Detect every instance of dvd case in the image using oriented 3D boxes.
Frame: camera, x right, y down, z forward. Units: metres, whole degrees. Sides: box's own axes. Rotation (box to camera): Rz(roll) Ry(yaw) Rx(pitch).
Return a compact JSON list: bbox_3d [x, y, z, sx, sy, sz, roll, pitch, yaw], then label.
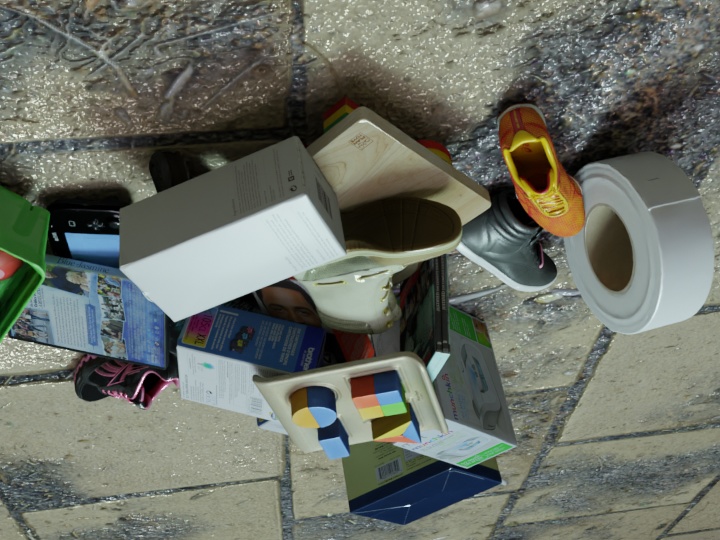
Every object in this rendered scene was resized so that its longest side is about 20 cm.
[{"bbox_3d":[0.075,0.047,1.224,0.022,0.201,0.146,9,145,-10],"label":"dvd case"},{"bbox_3d":[-0.321,0.046,1.187,0.199,0.018,0.143,11,133,2],"label":"dvd case"}]

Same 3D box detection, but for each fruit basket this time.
[{"bbox_3d":[-0.426,0.024,1.034,0.155,0.216,0.216,29,135,-19],"label":"fruit basket"}]

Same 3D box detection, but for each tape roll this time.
[{"bbox_3d":[0.312,-0.032,1.158,0.070,0.203,0.203,-12,150,-17],"label":"tape roll"}]

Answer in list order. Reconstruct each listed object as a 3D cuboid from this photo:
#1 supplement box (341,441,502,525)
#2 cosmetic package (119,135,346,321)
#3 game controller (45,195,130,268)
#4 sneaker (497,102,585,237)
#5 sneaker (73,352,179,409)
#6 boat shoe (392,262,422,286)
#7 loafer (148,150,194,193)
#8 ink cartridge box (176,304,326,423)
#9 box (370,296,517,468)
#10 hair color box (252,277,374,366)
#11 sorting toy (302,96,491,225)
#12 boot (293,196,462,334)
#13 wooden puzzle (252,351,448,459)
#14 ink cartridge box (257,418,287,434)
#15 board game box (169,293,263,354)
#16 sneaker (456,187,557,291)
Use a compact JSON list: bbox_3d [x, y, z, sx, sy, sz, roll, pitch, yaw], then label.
[{"bbox_3d":[0.082,0.256,1.562,0.200,0.201,0.134,-30,143,30],"label":"supplement box"},{"bbox_3d":[-0.127,-0.038,1.005,0.199,0.085,0.108,-19,141,11],"label":"cosmetic package"},{"bbox_3d":[-0.297,-0.018,1.164,0.104,0.042,0.200,-5,148,-8],"label":"game controller"},{"bbox_3d":[0.198,-0.094,1.122,0.073,0.077,0.200,-20,136,21],"label":"sneaker"},{"bbox_3d":[-0.313,0.149,1.378,0.199,0.096,0.079,-26,147,26],"label":"sneaker"},{"bbox_3d":[0.000,0.000,1.262,0.069,0.074,0.200,26,137,-24],"label":"boat shoe"},{"bbox_3d":[-0.175,-0.068,1.103,0.071,0.073,0.200,-21,152,-5],"label":"loafer"},{"bbox_3d":[-0.117,0.120,1.239,0.199,0.077,0.137,15,145,3],"label":"ink cartridge box"},{"bbox_3d":[0.110,0.151,1.404,0.096,0.201,0.176,-30,142,29],"label":"box"},{"bbox_3d":[-0.060,0.054,1.252,0.101,0.061,0.200,7,140,27],"label":"hair color box"},{"bbox_3d":[0.000,-0.088,1.094,0.198,0.070,0.200,29,132,-36],"label":"sorting toy"},{"bbox_3d":[0.026,0.001,1.095,0.199,0.072,0.155,-9,141,16],"label":"boot"},{"bbox_3d":[-0.008,0.167,1.182,0.199,0.046,0.186,-8,145,11],"label":"wooden puzzle"},{"bbox_3d":[-0.040,0.174,1.500,0.200,0.077,0.136,-32,143,33],"label":"ink cartridge box"},{"bbox_3d":[-0.192,0.061,1.291,0.135,0.028,0.200,-34,150,13],"label":"board game box"},{"bbox_3d":[0.205,-0.036,1.251,0.200,0.071,0.099,25,139,-38],"label":"sneaker"}]
